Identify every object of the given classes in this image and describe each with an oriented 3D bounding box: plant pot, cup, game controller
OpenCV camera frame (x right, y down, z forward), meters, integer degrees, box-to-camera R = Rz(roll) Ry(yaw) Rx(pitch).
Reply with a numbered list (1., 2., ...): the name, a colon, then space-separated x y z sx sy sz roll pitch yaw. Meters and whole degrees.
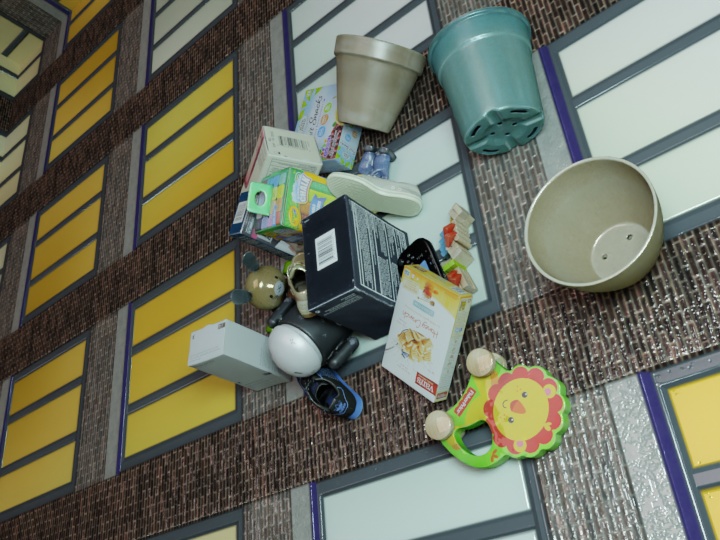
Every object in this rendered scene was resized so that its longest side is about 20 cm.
1. plant pot: 0.239 -0.333 1.326 0.199 0.200 0.198 -26 63 32
2. plant pot: 0.027 -0.394 1.562 0.199 0.199 0.175 23 104 46
3. cup: 0.369 -0.049 1.089 0.199 0.143 0.202 -20 57 36
4. game controller: 0.125 0.043 1.298 0.201 0.042 0.104 69 152 19

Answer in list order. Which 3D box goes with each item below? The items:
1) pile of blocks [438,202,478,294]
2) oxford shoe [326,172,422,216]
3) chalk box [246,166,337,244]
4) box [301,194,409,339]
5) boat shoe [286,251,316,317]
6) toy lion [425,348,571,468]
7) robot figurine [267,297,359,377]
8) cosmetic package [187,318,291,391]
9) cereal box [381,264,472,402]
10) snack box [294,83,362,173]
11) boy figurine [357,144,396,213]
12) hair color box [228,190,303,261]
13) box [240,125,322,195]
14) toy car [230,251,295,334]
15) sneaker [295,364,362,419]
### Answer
1. pile of blocks: 0.163 -0.037 1.333 0.082 0.062 0.202 -18 59 36
2. oxford shoe: 0.030 -0.160 1.457 0.075 0.198 0.058 102 -179 -50
3. chalk box: -0.135 -0.130 1.483 0.123 0.199 0.126 -8 73 54
4. box: 0.000 0.000 1.368 0.123 0.198 0.201 -27 54 32
5. boat shoe: -0.109 0.011 1.405 0.072 0.065 0.200 -23 32 5
6. toy lion: 0.227 0.231 1.153 0.191 0.068 0.201 38 98 38
7. robot figurine: -0.091 0.117 1.422 0.150 0.125 0.200 -1 39 50
8. cosmetic package: -0.247 0.179 1.510 0.112 0.199 0.082 -22 56 34
9. cereal box: 0.112 0.108 1.265 0.144 0.039 0.202 30 115 44
10. snack box: -0.075 -0.330 1.691 0.168 0.067 0.202 2 72 43
11. boy figurine: 0.019 -0.162 1.525 0.123 0.064 0.202 10 79 29
12. hair color box: -0.175 -0.088 1.567 0.060 0.199 0.101 -4 68 53
13. box: -0.180 -0.201 1.613 0.109 0.127 0.201 -107 33 -42
14. toy car: -0.178 0.040 1.513 0.157 0.199 0.166 2 72 43
15. sneaker: -0.080 0.223 1.422 0.199 0.078 0.071 26 89 46
